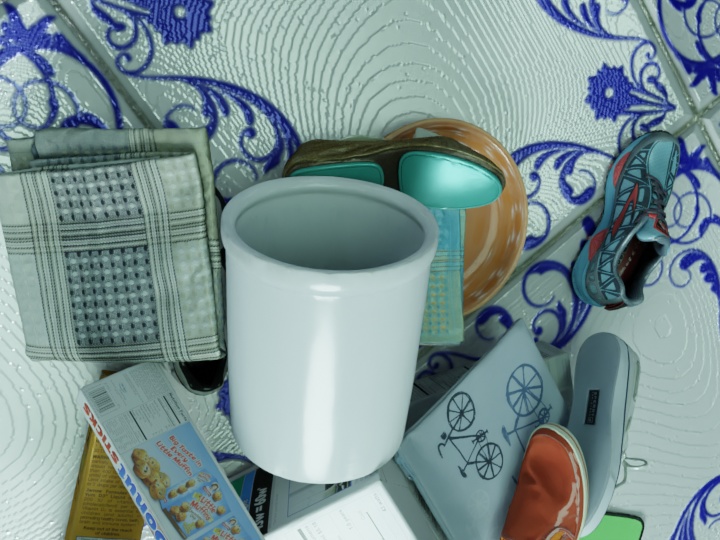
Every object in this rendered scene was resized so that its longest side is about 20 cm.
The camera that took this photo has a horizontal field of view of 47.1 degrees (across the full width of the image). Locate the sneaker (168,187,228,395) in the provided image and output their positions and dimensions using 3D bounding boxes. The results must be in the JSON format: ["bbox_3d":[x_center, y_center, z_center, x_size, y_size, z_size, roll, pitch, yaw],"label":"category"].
[{"bbox_3d":[-0.140,0.016,0.743,0.073,0.080,0.203,-5,100,-16],"label":"sneaker"}]

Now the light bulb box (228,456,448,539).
[{"bbox_3d":[-0.025,0.273,0.775,0.199,0.125,0.199,-27,109,9],"label":"light bulb box"}]

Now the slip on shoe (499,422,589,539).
[{"bbox_3d":[0.166,0.245,0.780,0.061,0.074,0.202,12,91,-48],"label":"slip on shoe"}]

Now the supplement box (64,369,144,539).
[{"bbox_3d":[-0.225,0.198,0.752,0.068,0.066,0.202,9,97,-20],"label":"supplement box"}]

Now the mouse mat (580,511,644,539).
[{"bbox_3d":[0.238,0.355,0.974,0.198,0.008,0.163,14,95,-22],"label":"mouse mat"}]

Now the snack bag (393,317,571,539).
[{"bbox_3d":[0.134,0.180,0.813,0.200,0.021,0.190,-40,113,-25],"label":"snack bag"}]

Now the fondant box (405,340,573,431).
[{"bbox_3d":[0.131,0.174,0.876,0.198,0.058,0.146,-15,105,-15],"label":"fondant box"}]

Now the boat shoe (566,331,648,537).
[{"bbox_3d":[0.249,0.171,0.839,0.086,0.074,0.204,26,69,-35],"label":"boat shoe"}]

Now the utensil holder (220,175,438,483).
[{"bbox_3d":[-0.030,0.046,0.685,0.168,0.170,0.202,-6,122,-18],"label":"utensil holder"}]

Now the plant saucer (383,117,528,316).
[{"bbox_3d":[0.073,-0.050,0.826,0.198,0.037,0.203,-3,101,-18],"label":"plant saucer"}]

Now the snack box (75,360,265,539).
[{"bbox_3d":[-0.152,0.169,0.675,0.072,0.024,0.201,-21,69,-42],"label":"snack box"}]

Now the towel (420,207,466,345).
[{"bbox_3d":[0.000,0.000,0.780,0.197,0.022,0.148,0,104,-1],"label":"towel"}]

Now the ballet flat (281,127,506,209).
[{"bbox_3d":[0.029,-0.096,0.743,0.197,0.073,0.068,-2,133,3],"label":"ballet flat"}]

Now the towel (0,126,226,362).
[{"bbox_3d":[-0.209,-0.019,0.689,0.190,0.035,0.202,-1,100,14],"label":"towel"}]

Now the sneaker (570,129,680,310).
[{"bbox_3d":[0.303,-0.049,0.874,0.079,0.095,0.202,18,94,-21],"label":"sneaker"}]
